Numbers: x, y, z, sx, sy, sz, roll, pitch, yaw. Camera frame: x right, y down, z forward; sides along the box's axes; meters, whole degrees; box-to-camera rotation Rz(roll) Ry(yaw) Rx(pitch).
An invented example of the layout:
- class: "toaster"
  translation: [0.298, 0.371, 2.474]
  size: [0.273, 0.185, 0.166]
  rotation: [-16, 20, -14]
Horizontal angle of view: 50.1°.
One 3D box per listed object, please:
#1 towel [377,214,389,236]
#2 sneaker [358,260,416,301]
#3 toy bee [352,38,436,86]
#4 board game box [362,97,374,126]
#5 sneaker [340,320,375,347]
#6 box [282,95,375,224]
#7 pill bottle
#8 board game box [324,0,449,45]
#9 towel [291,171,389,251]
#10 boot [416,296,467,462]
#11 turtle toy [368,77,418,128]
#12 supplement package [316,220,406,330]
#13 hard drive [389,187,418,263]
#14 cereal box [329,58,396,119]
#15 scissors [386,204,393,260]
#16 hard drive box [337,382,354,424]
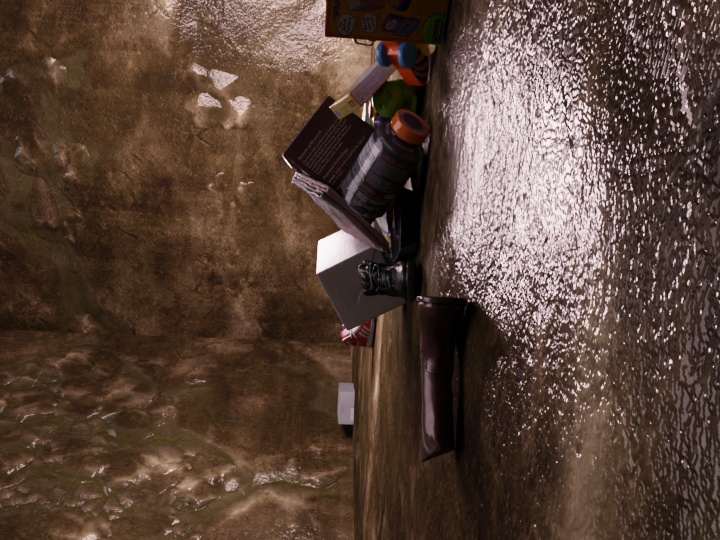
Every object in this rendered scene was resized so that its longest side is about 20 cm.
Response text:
- class: "towel"
  translation: [0.038, -0.185, 1.921]
  size: [0.024, 0.146, 0.202]
  rotation: [-41, -25, -30]
- class: "sneaker"
  translation: [0.054, 0.020, 1.512]
  size: [0.199, 0.112, 0.078]
  rotation: [-172, 82, -85]
- class: "toy bee"
  translation: [0.075, -0.415, 1.369]
  size: [0.200, 0.129, 0.111]
  rotation: [31, -103, -75]
- class: "board game box"
  translation: [0.054, -0.339, 1.854]
  size: [0.200, 0.103, 0.105]
  rotation: [104, 168, -72]
- class: "sneaker"
  translation: [-0.009, 0.183, 2.554]
  size: [0.072, 0.110, 0.202]
  rotation: [-91, 5, -47]
- class: "box"
  translation: [-0.027, -0.227, 1.653]
  size: [0.165, 0.199, 0.166]
  rotation: [-52, -20, -3]
- class: "pill bottle"
  translation: [0.050, -0.203, 1.447]
  size: [0.201, 0.105, 0.107]
  rotation: [-54, 24, 37]
- class: "board game box"
  translation: [0.045, -0.515, 1.246]
  size: [0.202, 0.195, 0.203]
  rotation: [97, 174, -50]
- class: "towel"
  translation: [-0.045, -0.120, 1.589]
  size: [0.032, 0.191, 0.200]
  rotation: [-50, 28, -3]
- class: "boot"
  translation: [0.099, 0.141, 0.978]
  size: [0.186, 0.063, 0.204]
  rotation: [54, -140, -74]
- class: "turtle toy"
  translation: [0.069, -0.337, 1.592]
  size: [0.200, 0.099, 0.149]
  rotation: [157, 116, -87]
- class: "supplement package"
  translation: [0.000, 0.000, 1.728]
  size: [0.153, 0.149, 0.201]
  rotation: [62, -171, -21]
- class: "hard drive"
  translation: [0.088, -0.088, 1.574]
  size: [0.200, 0.041, 0.138]
  rotation: [113, 160, -82]
- class: "cereal box"
  translation: [0.033, -0.390, 1.522]
  size: [0.200, 0.040, 0.144]
  rotation: [-49, 13, -13]
- class: "scissors"
  translation: [0.062, -0.085, 1.571]
  size: [0.074, 0.014, 0.203]
  rotation: [100, 171, -55]
- class: "hard drive box"
  translation: [-0.071, 0.643, 3.731]
  size: [0.200, 0.075, 0.159]
  rotation: [-115, 28, -85]
